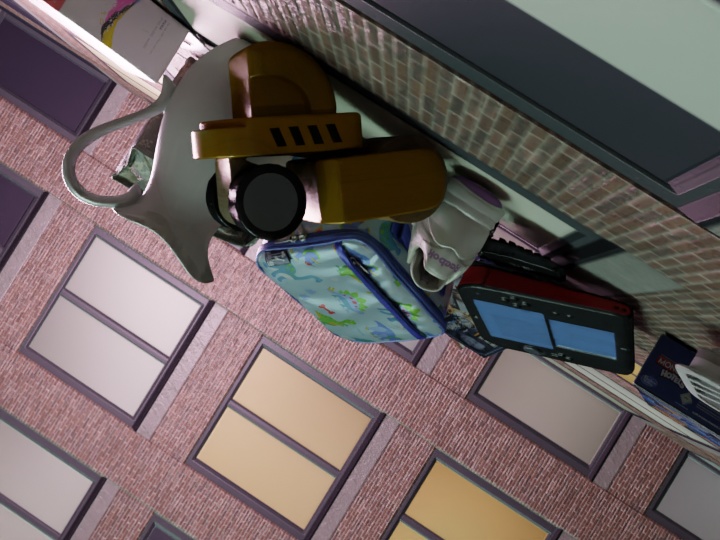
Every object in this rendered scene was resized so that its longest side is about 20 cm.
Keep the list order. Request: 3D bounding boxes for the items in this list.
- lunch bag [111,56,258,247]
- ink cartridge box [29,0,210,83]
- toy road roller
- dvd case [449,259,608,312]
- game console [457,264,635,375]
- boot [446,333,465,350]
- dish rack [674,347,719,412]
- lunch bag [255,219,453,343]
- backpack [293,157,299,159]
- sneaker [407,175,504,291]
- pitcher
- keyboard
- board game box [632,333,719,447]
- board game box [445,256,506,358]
[{"bbox_3d":[-0.184,-0.140,1.157,0.199,0.165,0.117,33,148,-17],"label":"lunch bag"},{"bbox_3d":[-0.258,-0.260,0.936,0.199,0.068,0.116,33,179,-37],"label":"ink cartridge box"},{"bbox_3d":[-0.036,-0.107,0.731,0.198,0.148,0.123,-7,-171,-20],"label":"toy road roller"},{"bbox_3d":[0.183,0.037,1.002,0.198,0.022,0.146,18,164,21],"label":"dvd case"},{"bbox_3d":[0.198,0.058,0.952,0.175,0.031,0.200,17,164,23],"label":"game console"},{"bbox_3d":[0.128,-0.006,1.302,0.201,0.064,0.186,50,-144,5],"label":"boot"},{"bbox_3d":[0.369,0.126,0.758,0.199,0.044,0.171,32,178,31],"label":"dish rack"},{"bbox_3d":[0.000,0.000,0.950,0.159,0.083,0.200,-6,143,33],"label":"lunch bag"},{"bbox_3d":[-0.117,-0.123,1.022,0.199,0.148,0.183,29,-176,-22],"label":"backpack"},{"bbox_3d":[0.067,-0.035,0.828,0.074,0.100,0.200,30,-179,-4],"label":"sneaker"},{"bbox_3d":[-0.153,-0.116,0.815,0.171,0.201,0.121,33,179,-17],"label":"pitcher"},{"bbox_3d":[0.154,-0.022,0.884,0.103,0.040,0.200,17,179,13],"label":"keyboard"},{"bbox_3d":[0.385,0.151,0.983,0.199,0.062,0.200,32,180,12],"label":"board game box"},{"bbox_3d":[0.156,0.041,1.127,0.135,0.035,0.200,32,152,-10],"label":"board game box"}]
